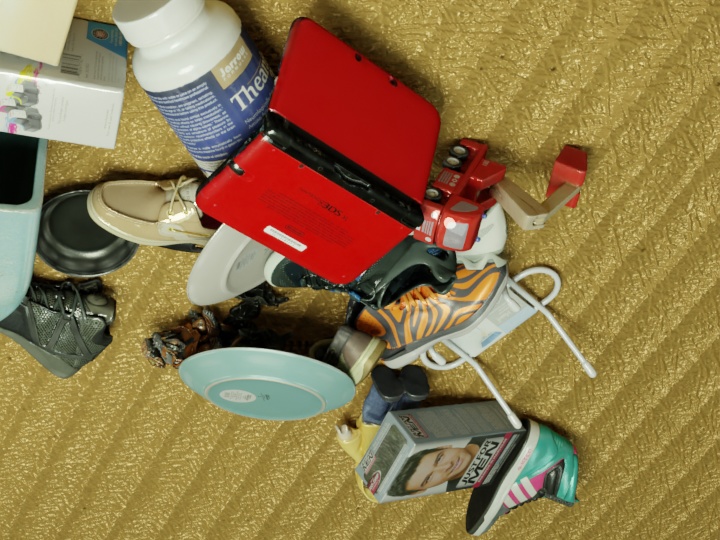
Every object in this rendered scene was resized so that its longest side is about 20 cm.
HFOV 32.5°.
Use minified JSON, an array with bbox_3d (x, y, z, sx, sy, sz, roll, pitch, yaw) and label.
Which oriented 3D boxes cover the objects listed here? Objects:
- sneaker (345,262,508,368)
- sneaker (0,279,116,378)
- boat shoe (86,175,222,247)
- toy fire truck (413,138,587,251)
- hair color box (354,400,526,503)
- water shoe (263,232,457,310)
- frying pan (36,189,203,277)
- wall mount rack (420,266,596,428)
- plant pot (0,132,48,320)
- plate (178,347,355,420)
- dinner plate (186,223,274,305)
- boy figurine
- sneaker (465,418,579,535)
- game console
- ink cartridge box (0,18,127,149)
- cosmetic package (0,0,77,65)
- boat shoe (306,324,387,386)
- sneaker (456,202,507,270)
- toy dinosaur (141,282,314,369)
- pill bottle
[{"bbox_3d":[0.065,0.031,1.395,0.200,0.078,0.112,-38,126,22],"label":"sneaker"},{"bbox_3d":[-0.340,0.032,1.336,0.114,0.076,0.199,-31,131,15],"label":"sneaker"},{"bbox_3d":[-0.177,-0.066,1.271,0.199,0.074,0.069,9,147,-27],"label":"boat shoe"},{"bbox_3d":[0.148,-0.077,1.274,0.140,0.200,0.049,20,129,11],"label":"toy fire truck"},{"bbox_3d":[0.100,0.220,1.516,0.199,0.061,0.099,0,127,-42],"label":"hair color box"},{"bbox_3d":[0.000,0.000,1.263,0.199,0.079,0.072,-11,149,2],"label":"water shoe"},{"bbox_3d":[-0.253,-0.050,1.306,0.189,0.031,0.115,-14,131,-2],"label":"frying pan"},{"bbox_3d":[0.175,0.093,1.466,0.200,0.075,0.174,-37,126,22],"label":"wall mount rack"},{"bbox_3d":[-0.399,-0.057,1.180,0.195,0.197,0.201,4,135,-12],"label":"plant pot"},{"bbox_3d":[-0.105,0.134,1.372,0.199,0.026,0.200,4,155,2],"label":"plate"},{"bbox_3d":[-0.095,-0.031,1.266,0.200,0.024,0.200,-40,163,-15],"label":"dinner plate"},{"bbox_3d":[0.025,0.208,1.548,0.124,0.065,0.201,1,127,-18],"label":"boy figurine"},{"bbox_3d":[0.227,0.289,1.640,0.120,0.084,0.201,20,124,-12],"label":"sneaker"},{"bbox_3d":[-0.037,-0.107,1.178,0.200,0.119,0.172,29,124,-35],"label":"game console"},{"bbox_3d":[-0.317,-0.184,1.128,0.199,0.115,0.068,9,128,-15],"label":"ink cartridge box"},{"bbox_3d":[-0.264,-0.290,1.056,0.071,0.106,0.200,14,128,-20],"label":"cosmetic package"},{"bbox_3d":[-0.029,0.106,1.428,0.065,0.073,0.200,41,148,-3],"label":"boat shoe"},{"bbox_3d":[0.061,-0.047,1.342,0.199,0.074,0.089,-6,117,-7],"label":"sneaker"},{"bbox_3d":[-0.144,0.077,1.409,0.199,0.102,0.136,-17,159,-41],"label":"toy dinosaur"},{"bbox_3d":[-0.143,-0.181,1.160,0.111,0.111,0.200,-24,129,12],"label":"pill bottle"}]
